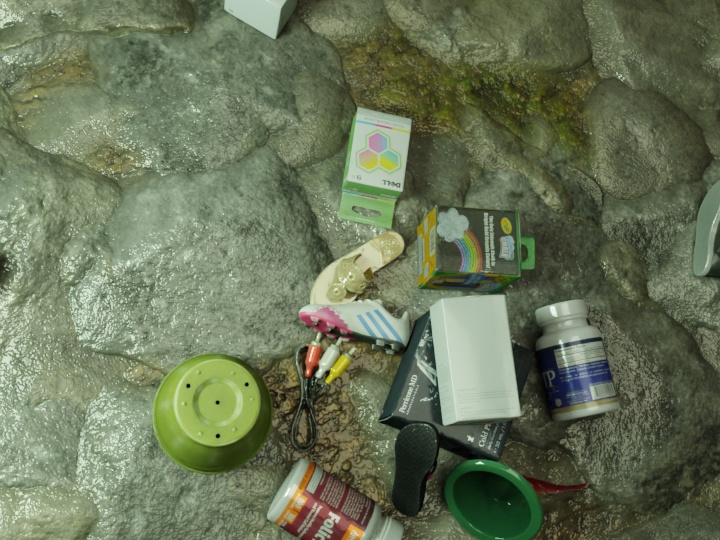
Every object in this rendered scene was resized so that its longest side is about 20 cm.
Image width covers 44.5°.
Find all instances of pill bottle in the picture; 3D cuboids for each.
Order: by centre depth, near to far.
[{"bbox_3d":[-0.039,0.400,1.412,0.200,0.114,0.114,32,72,-2],"label":"pill bottle"},{"bbox_3d":[0.376,0.159,1.555,0.120,0.120,0.200,-8,77,-13],"label":"pill bottle"}]

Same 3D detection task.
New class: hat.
[{"bbox_3d":[0.258,0.360,1.519,0.200,0.166,0.176,58,35,-10],"label":"hat"}]

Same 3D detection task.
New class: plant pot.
[{"bbox_3d":[-0.228,0.214,1.380,0.200,0.193,0.201,3,75,-11],"label":"plant pot"}]

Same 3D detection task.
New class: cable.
[{"bbox_3d":[-0.086,0.201,1.487,0.097,0.050,0.200,23,72,-1],"label":"cable"}]

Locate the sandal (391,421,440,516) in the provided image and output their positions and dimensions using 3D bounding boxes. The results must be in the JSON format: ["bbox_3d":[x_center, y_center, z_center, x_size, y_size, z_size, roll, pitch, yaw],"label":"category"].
[{"bbox_3d":[0.092,0.318,1.443,0.075,0.200,0.045,29,38,27],"label":"sandal"}]

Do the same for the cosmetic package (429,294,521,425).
[{"bbox_3d":[0.183,0.144,1.414,0.113,0.081,0.200,-1,74,-12],"label":"cosmetic package"}]

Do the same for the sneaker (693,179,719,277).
[{"bbox_3d":[0.715,-0.074,1.713,0.099,0.071,0.200,15,79,-9],"label":"sneaker"}]

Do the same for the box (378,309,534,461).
[{"bbox_3d":[0.163,0.199,1.502,0.196,0.124,0.200,23,73,-3],"label":"box"}]

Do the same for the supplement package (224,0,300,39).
[{"bbox_3d":[-0.153,-0.557,1.630,0.117,0.117,0.200,30,73,-3],"label":"supplement package"}]

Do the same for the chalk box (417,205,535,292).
[{"bbox_3d":[0.212,-0.034,1.570,0.200,0.124,0.125,5,74,-11],"label":"chalk box"}]

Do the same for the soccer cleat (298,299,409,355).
[{"bbox_3d":[-0.008,0.082,1.529,0.200,0.070,0.086,19,66,-13],"label":"soccer cleat"}]

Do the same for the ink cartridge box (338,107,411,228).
[{"bbox_3d":[0.027,-0.187,1.603,0.104,0.059,0.200,11,74,-9],"label":"ink cartridge box"}]

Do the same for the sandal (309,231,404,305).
[{"bbox_3d":[-0.004,-0.004,1.545,0.212,0.070,0.078,-39,87,-17],"label":"sandal"}]
